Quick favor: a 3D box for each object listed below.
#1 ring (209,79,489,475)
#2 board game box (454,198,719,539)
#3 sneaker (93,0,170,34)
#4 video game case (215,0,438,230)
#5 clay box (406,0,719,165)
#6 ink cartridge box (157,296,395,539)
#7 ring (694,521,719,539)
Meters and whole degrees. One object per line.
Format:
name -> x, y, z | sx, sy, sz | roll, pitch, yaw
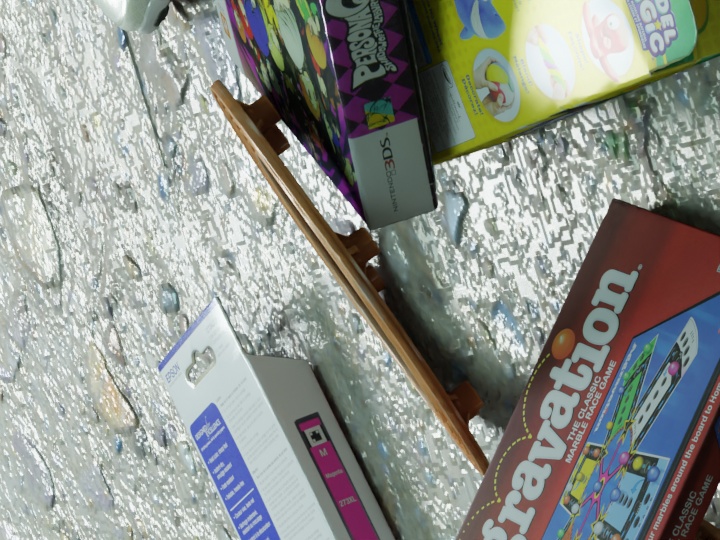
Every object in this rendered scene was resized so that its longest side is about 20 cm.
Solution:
ring -> 0.000, 0.000, 1.144 | 0.201, 0.019, 0.200 | 54, 178, 3
board game box -> 0.088, 0.077, 1.011 | 0.103, 0.019, 0.200 | 23, 88, 55
sneaker -> -0.159, -0.188, 1.324 | 0.200, 0.081, 0.075 | 54, 144, 24
video game case -> -0.030, -0.137, 1.111 | 0.200, 0.036, 0.182 | -128, 22, -58
clay box -> 0.069, -0.116, 1.023 | 0.200, 0.048, 0.115 | -18, 90, 60
ink cartridge box -> -0.032, 0.113, 1.324 | 0.200, 0.037, 0.095 | 62, 149, 12
ring -> 0.099, 0.185, 1.024 | 0.200, 0.019, 0.201 | 3, 95, 47
